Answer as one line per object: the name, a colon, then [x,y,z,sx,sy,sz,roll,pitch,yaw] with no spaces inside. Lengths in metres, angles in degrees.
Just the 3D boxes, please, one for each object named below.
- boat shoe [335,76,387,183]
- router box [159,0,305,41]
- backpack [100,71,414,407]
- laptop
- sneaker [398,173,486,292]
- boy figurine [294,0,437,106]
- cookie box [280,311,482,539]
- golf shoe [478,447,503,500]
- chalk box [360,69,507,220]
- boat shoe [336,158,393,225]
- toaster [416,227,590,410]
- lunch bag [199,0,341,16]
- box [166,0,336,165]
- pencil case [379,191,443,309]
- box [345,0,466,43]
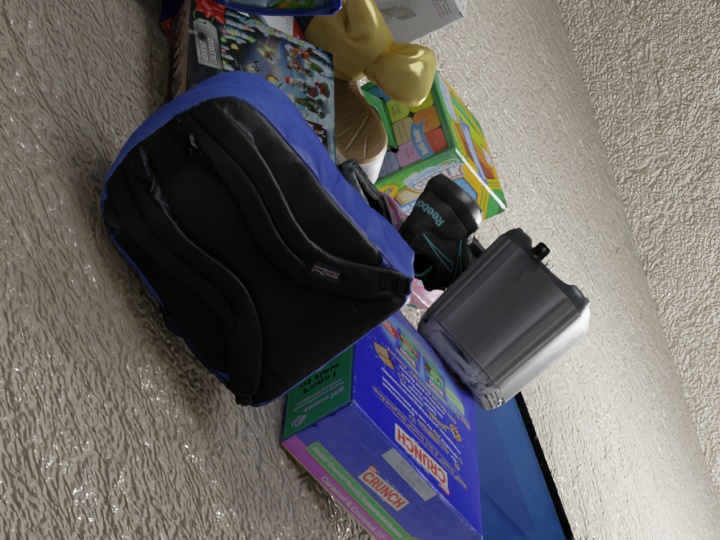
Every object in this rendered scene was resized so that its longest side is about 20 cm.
boat shoe: [-0.030,-0.165,1.848,0.069,0.071,0.200,91,-19,-54]
router box: [-0.109,-0.213,1.656,0.180,0.049,0.200,56,18,-35]
backpack: [-0.082,-0.034,1.296,0.200,0.162,0.168,49,10,-15]
laptop: [0.099,0.190,1.681,0.200,0.103,0.178,20,49,-69]
sneaker: [0.073,-0.016,1.721,0.075,0.079,0.200,37,-13,26]
boy figurine: [-0.012,-0.233,1.783,0.200,0.124,0.064,33,56,4]
cookie box: [0.020,0.121,1.519,0.171,0.075,0.200,49,21,-23]
golf shoe: [0.116,0.172,1.833,0.092,0.075,0.200,64,14,0]
chalk box: [0.052,-0.130,1.946,0.200,0.124,0.125,44,27,-56]
boat shoe: [0.000,0.000,1.643,0.200,0.091,0.071,61,16,-23]
toaster: [0.128,0.047,1.658,0.114,0.129,0.200,46,-3,10]
lunch bag: [-0.104,-0.306,1.542,0.200,0.127,0.170,23,40,-27]
box: [-0.086,-0.120,1.472,0.137,0.040,0.200,20,43,-24]
pencil case: [0.035,-0.016,1.801,0.200,0.087,0.088,28,41,-67]
box: [-0.011,-0.323,1.912,0.200,0.176,0.097,59,17,-24]
